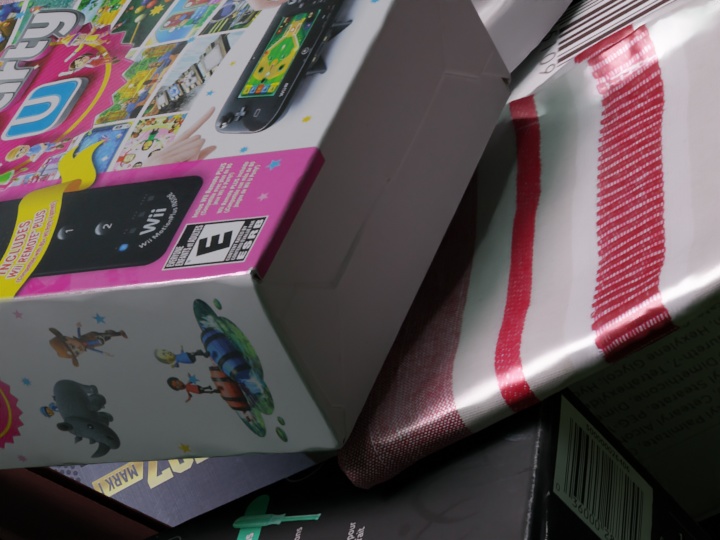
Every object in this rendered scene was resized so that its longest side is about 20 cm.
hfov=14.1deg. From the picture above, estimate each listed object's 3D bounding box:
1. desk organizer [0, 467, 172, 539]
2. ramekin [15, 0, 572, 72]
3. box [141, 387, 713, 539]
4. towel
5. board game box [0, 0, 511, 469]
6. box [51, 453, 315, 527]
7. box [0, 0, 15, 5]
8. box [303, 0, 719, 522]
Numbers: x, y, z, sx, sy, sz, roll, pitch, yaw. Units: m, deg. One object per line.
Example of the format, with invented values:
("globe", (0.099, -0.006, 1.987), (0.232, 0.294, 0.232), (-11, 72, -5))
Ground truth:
("desk organizer", (-0.092, 0.113, 0.910), (0.072, 0.200, 0.077), (-57, 30, 7))
("ramekin", (-0.024, -0.122, 0.945), (0.200, 0.105, 0.200), (-28, 33, 20))
("box", (0.007, 0.145, 0.797), (0.200, 0.149, 0.124), (-26, 34, 30))
("towel", (0.080, -0.030, 0.775), (0.200, 0.023, 0.144), (-29, 27, 22))
("board game box", (-0.075, -0.017, 0.825), (0.200, 0.064, 0.148), (-7, 39, 32))
("box", (-0.083, 0.050, 1.029), (0.200, 0.158, 0.051), (-28, -11, 18))
("box", (-0.091, -0.110, 1.198), (0.050, 0.158, 0.200), (23, -97, -78))
("box", (0.084, -0.028, 0.940), (0.200, 0.131, 0.199), (-29, 32, 28))
